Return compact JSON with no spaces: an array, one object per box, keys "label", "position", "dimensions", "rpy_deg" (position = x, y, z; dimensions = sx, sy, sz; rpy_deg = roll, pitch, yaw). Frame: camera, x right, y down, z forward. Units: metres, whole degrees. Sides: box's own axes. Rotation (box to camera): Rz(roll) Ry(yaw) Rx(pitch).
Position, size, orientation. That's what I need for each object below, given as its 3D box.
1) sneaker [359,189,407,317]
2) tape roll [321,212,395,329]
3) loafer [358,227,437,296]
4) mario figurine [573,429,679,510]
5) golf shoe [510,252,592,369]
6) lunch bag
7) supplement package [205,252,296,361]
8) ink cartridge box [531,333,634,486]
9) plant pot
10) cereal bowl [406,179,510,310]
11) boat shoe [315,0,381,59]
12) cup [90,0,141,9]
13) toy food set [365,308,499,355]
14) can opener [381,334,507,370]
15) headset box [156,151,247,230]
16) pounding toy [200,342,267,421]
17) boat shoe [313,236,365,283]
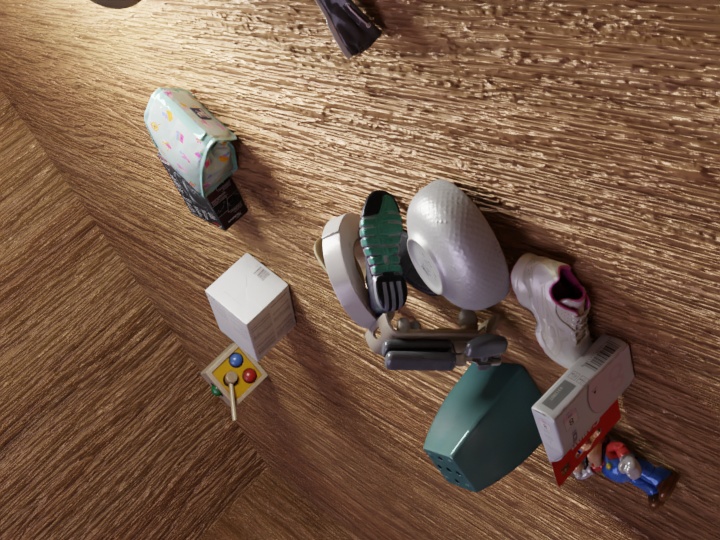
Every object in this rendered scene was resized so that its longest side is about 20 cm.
[{"label":"sneaker","position":[0.025,-0.027,1.349],"dimensions":[0.087,0.074,0.202],"rpy_deg":[144,125,-65]},{"label":"tape roll","position":[0.000,0.000,1.422],"dimensions":[0.037,0.204,0.204],"rpy_deg":[-21,118,23]},{"label":"loafer","position":[0.080,-0.023,1.398],"dimensions":[0.200,0.072,0.063],"rpy_deg":[41,177,30]},{"label":"mario figurine","position":[0.395,0.319,1.326],"dimensions":[0.199,0.106,0.124],"rpy_deg":[29,119,21]},{"label":"golf shoe","position":[0.285,0.065,1.151],"dimensions":[0.091,0.075,0.201],"rpy_deg":[1,131,56]},{"label":"lunch bag","position":[-0.338,-0.267,1.658],"dimensions":[0.170,0.122,0.200],"rpy_deg":[44,164,9]},{"label":"supplement package","position":[-0.275,0.096,2.112],"dimensions":[0.151,0.151,0.201],"rpy_deg":[36,155,23]},{"label":"ink cartridge box","position":[0.333,0.213,1.192],"dimensions":[0.057,0.162,0.201],"rpy_deg":[26,151,49]},{"label":"plant pot","position":[0.219,0.282,1.466],"dimensions":[0.142,0.200,0.141],"rpy_deg":[53,157,-18]},{"label":"cereal bowl","position":[0.127,-0.026,1.203],"dimensions":[0.201,0.083,0.201],"rpy_deg":[55,166,20]},{"label":"boat shoe","position":[-0.042,-0.369,1.051],"dimensions":[0.201,0.057,0.067],"rpy_deg":[58,-169,-16]},{"label":"cup","position":[-0.340,-0.503,1.205],"dimensions":[0.142,0.201,0.201],"rpy_deg":[-7,126,39]},{"label":"toy food set","position":[0.117,0.099,1.391],"dimensions":[0.144,0.198,0.061],"rpy_deg":[126,144,-67]},{"label":"can opener","position":[0.135,0.122,1.314],"dimensions":[0.054,0.198,0.067],"rpy_deg":[-104,21,-49]},{"label":"headset box","position":[-0.359,-0.204,1.859],"dimensions":[0.148,0.077,0.201],"rpy_deg":[24,148,43]},{"label":"pounding toy","position":[-0.430,0.376,2.803],"dimensions":[0.184,0.200,0.142],"rpy_deg":[49,157,-8]},{"label":"boat shoe","position":[-0.017,0.015,1.620],"dimensions":[0.200,0.072,0.065],"rpy_deg":[42,157,-1]}]
